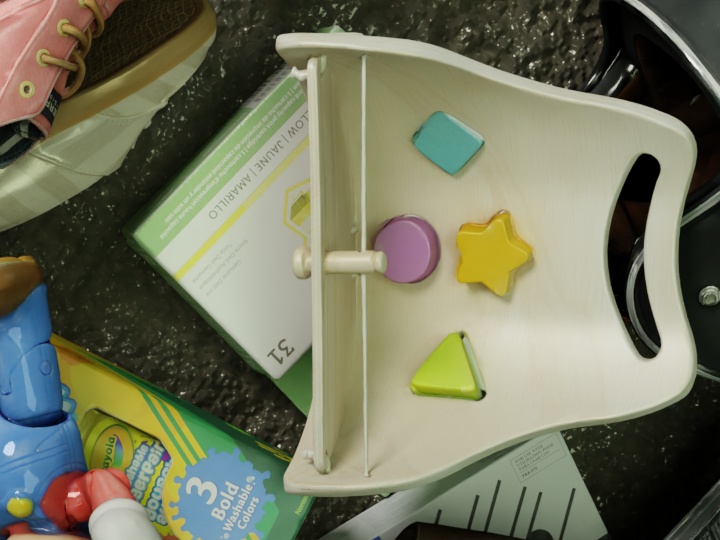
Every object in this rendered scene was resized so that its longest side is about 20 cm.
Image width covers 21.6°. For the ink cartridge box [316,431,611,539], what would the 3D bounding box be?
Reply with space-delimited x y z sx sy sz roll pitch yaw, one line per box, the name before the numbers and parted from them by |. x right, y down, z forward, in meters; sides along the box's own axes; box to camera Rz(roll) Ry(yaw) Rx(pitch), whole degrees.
ink cartridge box | 0.032 0.165 0.975 0.199 0.044 0.094 -29 103 -12

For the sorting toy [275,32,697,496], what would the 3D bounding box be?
sorting toy | 0.060 -0.005 0.844 0.179 0.107 0.202 1 97 14

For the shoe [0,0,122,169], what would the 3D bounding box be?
shoe | -0.136 -0.104 0.819 0.199 0.072 0.092 -21 77 -5

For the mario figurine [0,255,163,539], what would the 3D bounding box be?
mario figurine | -0.146 0.100 0.788 0.105 0.123 0.201 -21 84 -15

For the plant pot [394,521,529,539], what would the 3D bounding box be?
plant pot | 0.090 0.208 0.893 0.199 0.187 0.188 28 87 -5

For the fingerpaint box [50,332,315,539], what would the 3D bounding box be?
fingerpaint box | -0.136 0.147 0.882 0.166 0.073 0.201 28 88 -4

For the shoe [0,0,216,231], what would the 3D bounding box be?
shoe | -0.151 -0.064 0.883 0.199 0.070 0.054 -33 134 -8

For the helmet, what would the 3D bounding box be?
helmet | 0.189 -0.057 0.924 0.199 0.200 0.192 22 105 -19

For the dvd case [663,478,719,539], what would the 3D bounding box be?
dvd case | 0.237 0.106 1.005 0.200 0.016 0.149 -46 146 -8

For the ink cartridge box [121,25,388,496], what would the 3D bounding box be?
ink cartridge box | 0.000 0.000 0.944 0.146 0.048 0.200 -46 105 -9
